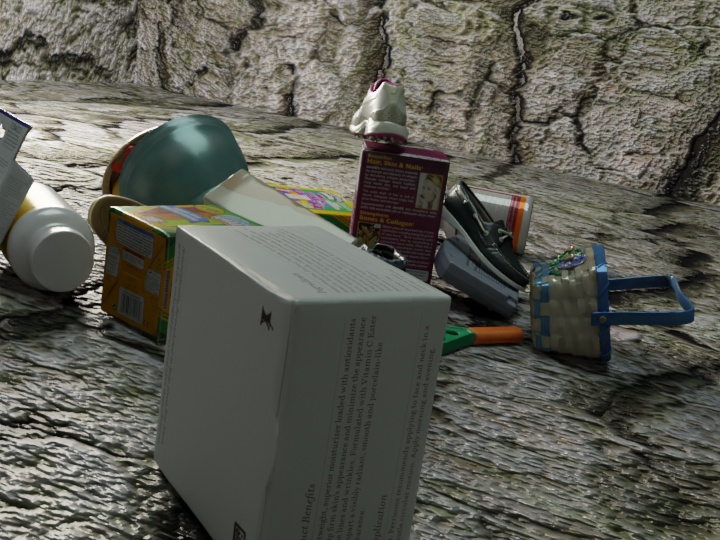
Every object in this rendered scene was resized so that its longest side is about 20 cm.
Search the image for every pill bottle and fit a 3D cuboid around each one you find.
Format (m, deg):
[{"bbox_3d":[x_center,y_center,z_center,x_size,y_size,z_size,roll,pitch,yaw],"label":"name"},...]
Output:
[{"bbox_3d":[0.219,-0.102,1.781,0.197,0.111,0.110,12,14,11],"label":"pill bottle"},{"bbox_3d":[-0.390,-0.039,1.171,0.103,0.106,0.199,0,16,-31],"label":"pill bottle"}]

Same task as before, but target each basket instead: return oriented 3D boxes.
[{"bbox_3d":[0.318,0.040,1.224,0.196,0.142,0.176,1,12,8],"label":"basket"}]

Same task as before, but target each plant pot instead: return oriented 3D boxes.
[{"bbox_3d":[-0.244,-0.111,1.423,0.198,0.202,0.135,-5,47,-44],"label":"plant pot"}]

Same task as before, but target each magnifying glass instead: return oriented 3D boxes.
[{"bbox_3d":[0.120,0.083,1.188,0.197,0.023,0.079,-1,17,-29],"label":"magnifying glass"}]

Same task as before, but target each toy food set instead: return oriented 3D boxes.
[{"bbox_3d":[-0.310,-0.146,1.495,0.198,0.199,0.049,-13,52,-35],"label":"toy food set"}]

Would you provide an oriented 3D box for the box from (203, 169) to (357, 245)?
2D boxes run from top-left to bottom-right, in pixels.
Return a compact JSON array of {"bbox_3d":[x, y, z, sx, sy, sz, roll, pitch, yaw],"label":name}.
[{"bbox_3d":[-0.105,-0.036,1.224,0.199,0.096,0.078,32,51,21],"label":"box"}]

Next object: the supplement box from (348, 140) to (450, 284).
[{"bbox_3d":[0.050,-0.080,1.404,0.129,0.203,0.103,8,14,-4],"label":"supplement box"}]

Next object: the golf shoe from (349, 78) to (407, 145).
[{"bbox_3d":[0.032,-0.236,1.405,0.074,0.093,0.200,4,9,-14],"label":"golf shoe"}]

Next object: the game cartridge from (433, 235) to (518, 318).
[{"bbox_3d":[0.173,0.003,1.413,0.132,0.041,0.200,35,16,1],"label":"game cartridge"}]

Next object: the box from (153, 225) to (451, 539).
[{"bbox_3d":[-0.053,0.085,0.699,0.129,0.202,0.199,0,17,-33],"label":"box"}]

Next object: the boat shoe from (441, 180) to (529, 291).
[{"bbox_3d":[0.189,-0.054,1.407,0.200,0.060,0.075,49,16,25],"label":"boat shoe"}]

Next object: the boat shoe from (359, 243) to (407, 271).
[{"bbox_3d":[0.000,0.000,1.285,0.070,0.092,0.199,-2,17,-36],"label":"boat shoe"}]

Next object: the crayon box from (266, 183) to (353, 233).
[{"bbox_3d":[-0.091,-0.090,1.546,0.170,0.059,0.200,5,15,-23],"label":"crayon box"}]

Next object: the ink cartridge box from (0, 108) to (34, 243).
[{"bbox_3d":[-0.469,-0.100,1.178,0.040,0.202,0.199,28,0,-39],"label":"ink cartridge box"}]

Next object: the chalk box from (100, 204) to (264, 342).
[{"bbox_3d":[-0.186,-0.004,1.120,0.124,0.126,0.198,21,19,39],"label":"chalk box"}]

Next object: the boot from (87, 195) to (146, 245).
[{"bbox_3d":[-0.299,-0.051,1.255,0.199,0.074,0.154,28,-4,-43],"label":"boot"}]
